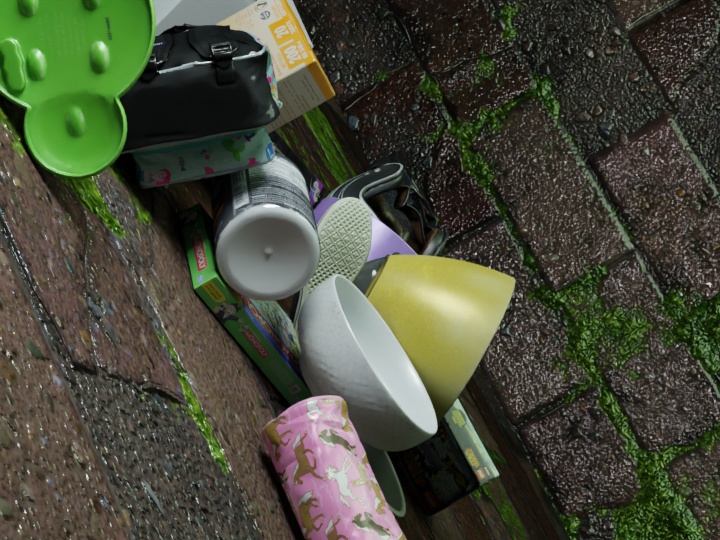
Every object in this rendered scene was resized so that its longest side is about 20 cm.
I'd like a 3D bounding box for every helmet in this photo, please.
[{"bbox_3d":[0.015,-0.045,2.141,0.199,0.191,0.201,27,-37,23],"label":"helmet"}]

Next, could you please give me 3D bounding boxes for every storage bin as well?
[{"bbox_3d":[0.106,-0.190,3.713,0.201,0.093,0.135,59,8,-17],"label":"storage bin"}]

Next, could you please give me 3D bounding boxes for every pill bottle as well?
[{"bbox_3d":[-0.101,-0.058,1.504,0.106,0.106,0.200,56,8,-25],"label":"pill bottle"}]

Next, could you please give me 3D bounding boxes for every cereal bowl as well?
[{"bbox_3d":[-0.006,0.108,1.529,0.201,0.083,0.200,55,9,-14],"label":"cereal bowl"}]

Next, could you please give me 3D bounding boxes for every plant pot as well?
[{"bbox_3d":[0.069,0.061,1.695,0.142,0.201,0.200,29,9,-2],"label":"plant pot"}]

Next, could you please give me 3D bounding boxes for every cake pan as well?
[{"bbox_3d":[-0.014,0.191,1.611,0.201,0.037,0.200,59,7,-12],"label":"cake pan"}]

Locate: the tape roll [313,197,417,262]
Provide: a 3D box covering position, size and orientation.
[{"bbox_3d":[0.000,0.000,1.936,0.200,0.085,0.200,38,-15,12],"label":"tape roll"}]

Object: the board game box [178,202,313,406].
[{"bbox_3d":[-0.120,0.038,1.529,0.200,0.029,0.135,55,8,-37],"label":"board game box"}]

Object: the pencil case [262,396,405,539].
[{"bbox_3d":[-0.016,0.209,1.304,0.201,0.083,0.087,62,8,23],"label":"pencil case"}]

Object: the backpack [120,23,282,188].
[{"bbox_3d":[-0.169,-0.173,1.459,0.200,0.176,0.151,-115,-165,-65],"label":"backpack"}]

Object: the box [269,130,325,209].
[{"bbox_3d":[-0.143,-0.147,1.774,0.142,0.036,0.200,20,-15,29],"label":"box"}]

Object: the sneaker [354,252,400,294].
[{"bbox_3d":[0.059,0.067,1.809,0.201,0.099,0.071,60,5,-11],"label":"sneaker"}]

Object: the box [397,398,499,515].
[{"bbox_3d":[0.091,0.212,1.937,0.201,0.040,0.137,61,-35,12],"label":"box"}]

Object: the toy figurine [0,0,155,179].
[{"bbox_3d":[-0.239,-0.175,1.250,0.184,0.149,0.201,-162,-116,-87],"label":"toy figurine"}]

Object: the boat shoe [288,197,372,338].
[{"bbox_3d":[-0.041,0.010,1.696,0.074,0.201,0.062,14,6,-17],"label":"boat shoe"}]

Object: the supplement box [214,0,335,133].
[{"bbox_3d":[-0.146,-0.211,1.645,0.126,0.199,0.074,63,5,34],"label":"supplement box"}]

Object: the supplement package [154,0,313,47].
[{"bbox_3d":[-0.195,-0.347,1.908,0.191,0.147,0.200,34,22,-39],"label":"supplement package"}]
